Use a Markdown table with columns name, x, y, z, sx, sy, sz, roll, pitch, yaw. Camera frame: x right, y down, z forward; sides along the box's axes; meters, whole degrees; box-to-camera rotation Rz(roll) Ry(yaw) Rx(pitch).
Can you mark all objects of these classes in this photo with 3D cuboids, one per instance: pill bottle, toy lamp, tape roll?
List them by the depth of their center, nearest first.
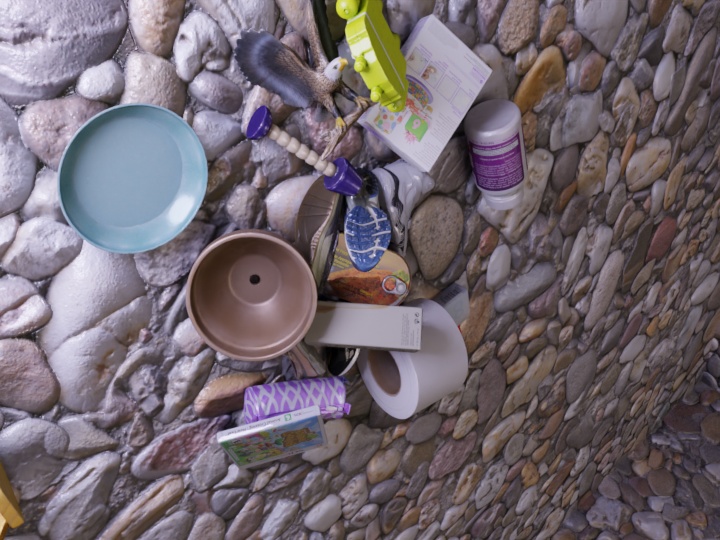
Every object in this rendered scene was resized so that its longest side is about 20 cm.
| name | x | y | z | sx | sy | sz | roll | pitch | yaw |
| --- | --- | --- | --- | --- | --- | --- | --- | --- | --- |
| toy lamp | -0.078 | -0.172 | 0.943 | 0.198 | 0.058 | 0.059 | 26 | 97 | -34 |
| pill bottle | 0.271 | -0.221 | 1.228 | 0.112 | 0.112 | 0.202 | -39 | 135 | -17 |
| tape roll | 0.099 | 0.173 | 1.248 | 0.137 | 0.202 | 0.207 | -20 | 127 | -33 |

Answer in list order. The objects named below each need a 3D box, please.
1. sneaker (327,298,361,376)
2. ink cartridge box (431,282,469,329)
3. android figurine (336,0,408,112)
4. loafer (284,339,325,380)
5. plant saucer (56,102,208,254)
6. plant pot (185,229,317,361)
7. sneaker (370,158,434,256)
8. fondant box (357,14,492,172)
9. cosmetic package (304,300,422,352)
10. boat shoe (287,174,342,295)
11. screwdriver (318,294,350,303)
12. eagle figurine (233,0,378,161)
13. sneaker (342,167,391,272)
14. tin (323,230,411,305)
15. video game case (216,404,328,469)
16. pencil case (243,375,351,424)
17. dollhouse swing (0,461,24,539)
| name | x | y | z | sx | sy | sz | roll | pitch | yaw |
| --- | --- | --- | --- | --- | --- | --- | --- | --- | --- |
| sneaker | -0.033 | 0.101 | 1.190 | 0.089 | 0.070 | 0.203 | 20 | 101 | -32 |
| ink cartridge box | 0.185 | 0.150 | 1.426 | 0.159 | 0.047 | 0.203 | -35 | 132 | -22 |
| android figurine | 0.023 | -0.315 | 0.893 | 0.040 | 0.203 | 0.183 | -18 | 129 | 24 |
| loafer | -0.124 | 0.140 | 1.121 | 0.062 | 0.073 | 0.201 | -28 | 137 | 2 |
| plant saucer | -0.298 | -0.122 | 0.819 | 0.197 | 0.036 | 0.204 | -24 | 130 | -31 |
| plant pot | -0.165 | 0.028 | 0.965 | 0.195 | 0.093 | 0.206 | -2 | 110 | -5 |
| sneaker | 0.082 | -0.118 | 1.143 | 0.114 | 0.075 | 0.203 | -35 | 136 | -23 |
| fondant box | 0.106 | -0.290 | 1.034 | 0.143 | 0.058 | 0.202 | 33 | 90 | -22 |
| cosmetic package | 0.004 | 0.097 | 1.070 | 0.195 | 0.105 | 0.073 | 5 | 80 | -2 |
| boat shoe | -0.069 | -0.057 | 1.033 | 0.064 | 0.072 | 0.205 | 22 | 85 | -54 |
| screwdriver | -0.047 | 0.059 | 1.123 | 0.196 | 0.028 | 0.030 | 20 | 87 | -25 |
| eagle figurine | -0.065 | -0.291 | 0.888 | 0.200 | 0.150 | 0.153 | 47 | 36 | -19 |
| sneaker | 0.005 | -0.072 | 1.032 | 0.075 | 0.204 | 0.086 | 4 | 142 | -7 |
| tin | 0.000 | 0.000 | 1.117 | 0.197 | 0.042 | 0.114 | 22 | 99 | -23 |
| video game case | -0.151 | 0.306 | 1.128 | 0.178 | 0.022 | 0.201 | -14 | 150 | -7 |
| pencil case | -0.118 | 0.248 | 1.150 | 0.195 | 0.086 | 0.086 | -3 | 120 | -25 |
| dollhouse swing | -0.552 | 0.269 | 0.739 | 0.198 | 0.182 | 0.178 | -29 | 152 | -25 |
